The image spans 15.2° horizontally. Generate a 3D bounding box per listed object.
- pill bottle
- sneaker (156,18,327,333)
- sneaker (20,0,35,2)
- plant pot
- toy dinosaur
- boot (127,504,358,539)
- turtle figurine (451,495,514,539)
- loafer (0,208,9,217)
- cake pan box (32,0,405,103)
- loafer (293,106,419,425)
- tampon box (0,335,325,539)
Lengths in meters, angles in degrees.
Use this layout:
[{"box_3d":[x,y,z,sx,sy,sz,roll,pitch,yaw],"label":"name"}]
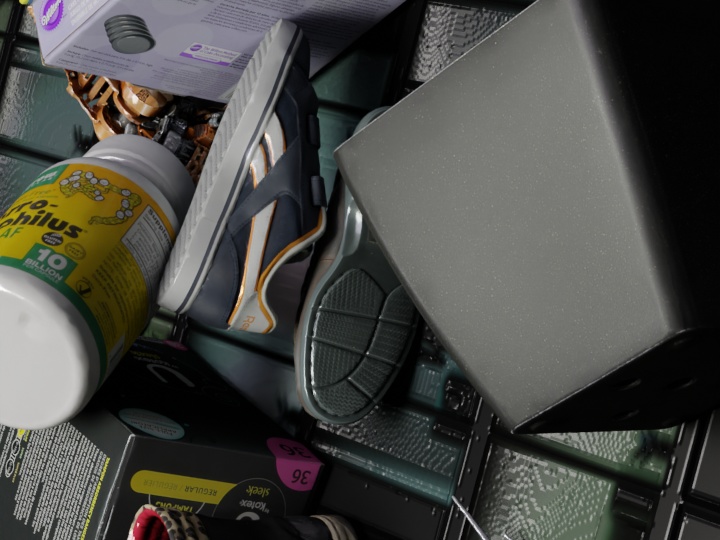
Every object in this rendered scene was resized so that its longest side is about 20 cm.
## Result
[{"box_3d":[-0.176,0.000,1.669,0.113,0.113,0.200,-39,10,38],"label":"pill bottle"},{"box_3d":[-0.057,-0.054,1.667,0.201,0.079,0.078,-70,12,-17],"label":"sneaker"},{"box_3d":[-0.153,-0.247,1.788,0.201,0.082,0.074,-65,6,-16],"label":"sneaker"},{"box_3d":[0.137,-0.021,1.398,0.200,0.199,0.178,-33,65,41],"label":"plant pot"},{"box_3d":[-0.134,-0.111,1.795,0.102,0.136,0.201,-26,101,28],"label":"toy dinosaur"},{"box_3d":[-0.066,0.233,1.595,0.073,0.150,0.201,-21,63,46],"label":"boot"},{"box_3d":[0.037,0.235,1.515,0.150,0.100,0.201,-42,54,36],"label":"turtle figurine"},{"box_3d":[-0.222,-0.007,1.940,0.200,0.063,0.072,33,105,51],"label":"loafer"},{"box_3d":[-0.074,-0.176,1.696,0.184,0.199,0.053,-35,59,40],"label":"cake pan box"},{"box_3d":[0.000,0.000,1.666,0.063,0.072,0.201,163,122,-68],"label":"loafer"},{"box_3d":[-0.148,0.130,1.731,0.200,0.149,0.127,34,108,51],"label":"tampon box"}]
